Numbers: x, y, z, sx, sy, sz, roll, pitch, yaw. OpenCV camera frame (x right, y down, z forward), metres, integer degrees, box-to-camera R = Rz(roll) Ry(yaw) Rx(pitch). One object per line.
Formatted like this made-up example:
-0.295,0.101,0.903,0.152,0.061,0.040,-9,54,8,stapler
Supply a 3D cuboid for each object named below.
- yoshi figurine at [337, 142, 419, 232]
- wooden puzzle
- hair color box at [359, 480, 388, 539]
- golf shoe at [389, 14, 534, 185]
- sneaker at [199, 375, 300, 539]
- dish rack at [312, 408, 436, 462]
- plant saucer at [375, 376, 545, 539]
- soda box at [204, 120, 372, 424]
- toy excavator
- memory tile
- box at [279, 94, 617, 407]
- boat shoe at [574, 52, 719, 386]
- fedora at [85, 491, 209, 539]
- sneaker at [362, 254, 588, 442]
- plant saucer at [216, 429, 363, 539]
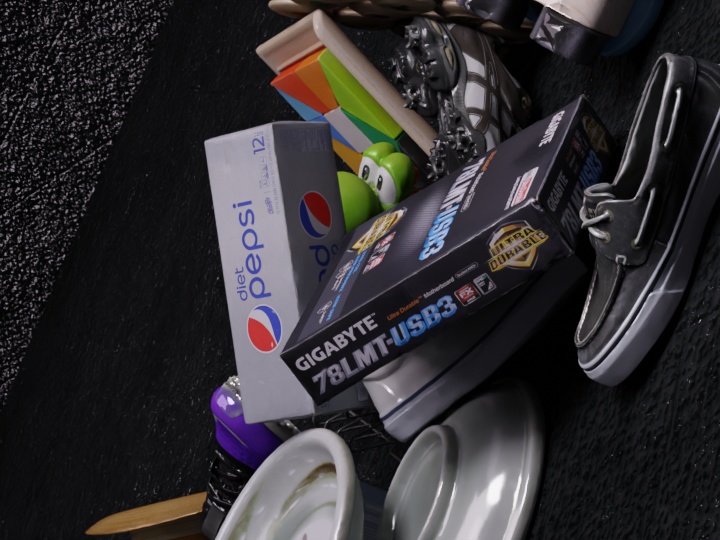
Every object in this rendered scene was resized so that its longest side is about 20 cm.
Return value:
-0.015,-0.001,1.828,0.112,0.112,0.200,-56,-21,-62,yoshi figurine
0.001,-0.115,1.882,0.037,0.185,0.200,-46,9,-11,wooden puzzle
-0.021,0.256,1.681,0.099,0.061,0.200,130,157,-52,hair color box
0.093,-0.097,1.745,0.078,0.094,0.200,-48,51,54,golf shoe
-0.078,0.155,1.748,0.100,0.200,0.070,-42,58,-7,sneaker
-0.014,0.058,1.734,0.200,0.055,0.154,32,134,51,dish rack
0.053,0.157,1.572,0.200,0.050,0.200,-59,18,32,plant saucer
-0.050,0.001,1.654,0.068,0.063,0.200,-12,86,41,soda box
0.143,-0.209,1.678,0.194,0.200,0.100,31,102,30,toy excavator
0.039,-0.192,1.813,0.153,0.200,0.017,174,103,-72,memory tile
0.059,-0.016,1.533,0.198,0.050,0.200,-32,12,24,box
0.160,-0.033,1.408,0.072,0.071,0.200,-138,69,-74,boat shoe
-0.122,0.219,1.942,0.201,0.200,0.082,153,105,-68,fedora
0.065,0.039,1.579,0.200,0.071,0.073,-42,-4,36,sneaker
-0.046,0.206,1.608,0.200,0.050,0.200,-49,25,32,plant saucer
